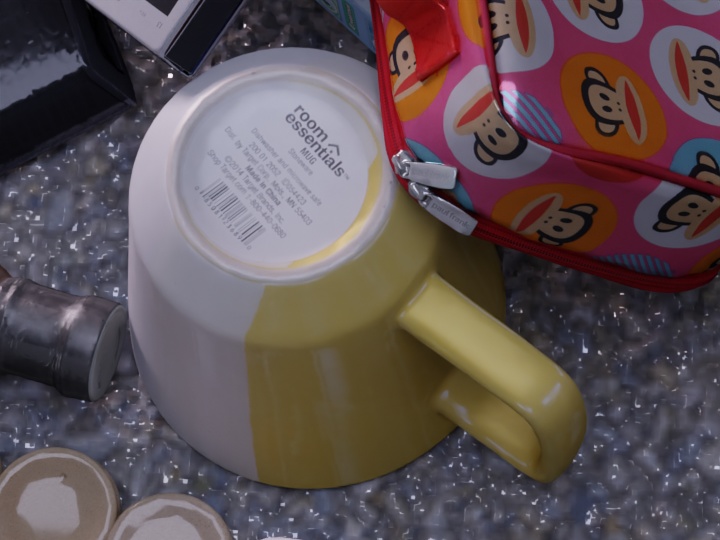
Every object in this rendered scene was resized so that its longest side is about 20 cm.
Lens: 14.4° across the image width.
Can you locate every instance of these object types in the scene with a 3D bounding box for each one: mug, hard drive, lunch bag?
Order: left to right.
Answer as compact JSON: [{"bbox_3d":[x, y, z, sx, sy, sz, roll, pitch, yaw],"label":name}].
[{"bbox_3d":[-0.190,-0.128,1.179,0.135,0.042,0.200,-27,71,-5],"label":"hard drive"},{"bbox_3d":[-0.004,-0.008,1.065,0.187,0.153,0.149,4,71,6],"label":"mug"},{"bbox_3d":[0.070,-0.100,1.028,0.176,0.082,0.200,15,53,-30],"label":"lunch bag"}]

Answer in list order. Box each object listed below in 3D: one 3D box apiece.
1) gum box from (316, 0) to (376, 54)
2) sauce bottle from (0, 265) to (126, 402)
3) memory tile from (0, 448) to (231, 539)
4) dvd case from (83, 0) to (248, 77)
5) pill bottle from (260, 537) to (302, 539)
[{"bbox_3d":[0.060,-0.156,1.167,0.170,0.045,0.200,-44,72,-10],"label":"gum box"},{"bbox_3d":[-0.191,0.006,1.123,0.200,0.065,0.065,16,73,8],"label":"sauce bottle"},{"bbox_3d":[-0.160,0.132,1.093,0.200,0.017,0.153,18,73,11],"label":"memory tile"},{"bbox_3d":[-0.048,-0.184,1.068,0.200,0.025,0.150,-55,42,3],"label":"dvd case"},{"bbox_3d":[-0.029,0.204,1.012,0.116,0.116,0.200,18,74,10],"label":"pill bottle"}]
